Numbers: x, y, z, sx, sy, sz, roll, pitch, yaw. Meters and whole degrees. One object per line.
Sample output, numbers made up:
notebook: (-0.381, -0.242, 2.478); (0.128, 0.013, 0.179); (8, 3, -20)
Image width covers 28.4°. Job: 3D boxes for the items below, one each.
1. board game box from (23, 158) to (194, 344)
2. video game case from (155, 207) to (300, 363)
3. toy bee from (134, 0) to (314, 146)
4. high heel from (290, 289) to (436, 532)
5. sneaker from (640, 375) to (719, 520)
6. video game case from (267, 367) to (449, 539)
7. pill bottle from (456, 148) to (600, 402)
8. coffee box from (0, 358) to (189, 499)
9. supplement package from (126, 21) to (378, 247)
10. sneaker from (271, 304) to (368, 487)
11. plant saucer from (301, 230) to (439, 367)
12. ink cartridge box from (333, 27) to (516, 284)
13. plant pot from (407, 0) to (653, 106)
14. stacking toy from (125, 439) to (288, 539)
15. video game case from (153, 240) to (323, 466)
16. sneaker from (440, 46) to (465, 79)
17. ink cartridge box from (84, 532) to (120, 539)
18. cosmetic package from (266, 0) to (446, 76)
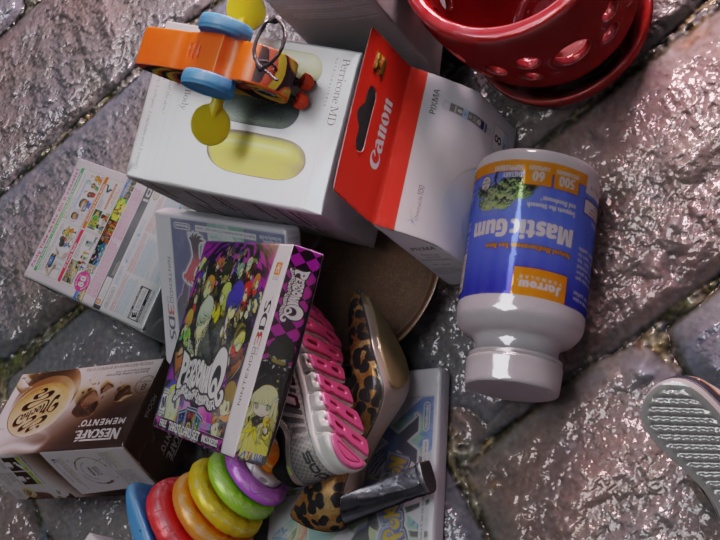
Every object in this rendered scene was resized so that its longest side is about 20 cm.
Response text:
board game box: (-0.253, -0.022, 1.535); (0.199, 0.064, 0.148); (21, 83, 36)
video game case: (-0.127, 0.038, 1.382); (0.199, 0.023, 0.184); (9, 107, 44)
toy bee: (-0.100, -0.164, 1.214); (0.131, 0.108, 0.200); (-58, 43, 9)
high heel: (-0.022, 0.128, 1.282); (0.142, 0.071, 0.201); (-23, 70, 22)
sneaker: (0.299, 0.161, 1.092); (0.078, 0.079, 0.201); (-40, 79, 22)
video game case: (-0.004, 0.195, 1.308); (0.181, 0.022, 0.201); (-9, 68, 31)
pill bottle: (0.142, 0.007, 1.227); (0.111, 0.112, 0.201); (-2, 70, 33)
coffee box: (-0.273, 0.163, 1.442); (0.199, 0.080, 0.113); (-7, 43, 32)
supplement package: (-0.082, -0.125, 1.324); (0.199, 0.151, 0.153); (12, 85, 21)
sneaker: (-0.060, 0.103, 1.237); (0.087, 0.074, 0.201); (-33, 53, 21)
plant saucer: (0.000, 0.000, 1.373); (0.199, 0.037, 0.202); (-13, 64, 29)
ink cartridge box: (0.062, -0.099, 1.257); (0.047, 0.200, 0.161); (-2, 65, 35)
plant pot: (0.160, -0.255, 1.269); (0.199, 0.182, 0.202); (-11, 65, 26)
stacking toy: (-0.112, 0.198, 1.311); (0.200, 0.109, 0.116); (-44, 51, 20)
video game case: (-0.110, 0.065, 1.241); (0.200, 0.036, 0.183); (5, 78, 63)
sneaker: (0.016, -0.230, 1.425); (0.200, 0.075, 0.114); (38, 92, 35)
ink cartridge box: (-0.202, 0.313, 1.335); (0.200, 0.116, 0.068); (33, 90, 37)
cosmetic package: (-0.003, -0.247, 1.288); (0.106, 0.200, 0.091); (1, 76, 23)
